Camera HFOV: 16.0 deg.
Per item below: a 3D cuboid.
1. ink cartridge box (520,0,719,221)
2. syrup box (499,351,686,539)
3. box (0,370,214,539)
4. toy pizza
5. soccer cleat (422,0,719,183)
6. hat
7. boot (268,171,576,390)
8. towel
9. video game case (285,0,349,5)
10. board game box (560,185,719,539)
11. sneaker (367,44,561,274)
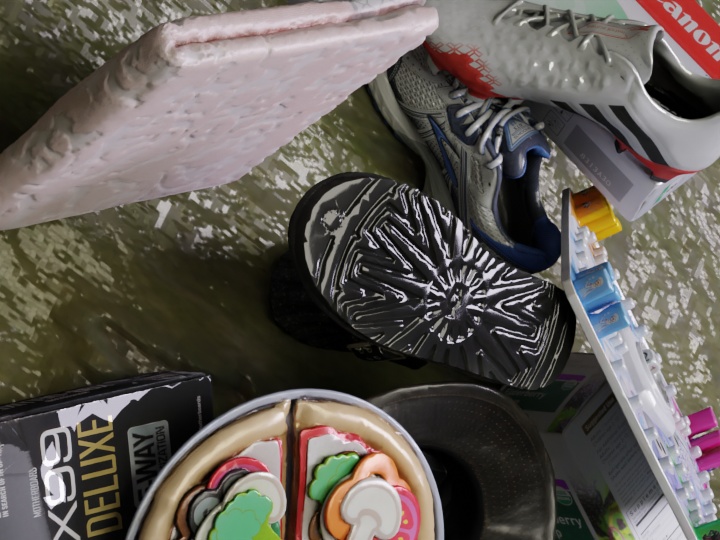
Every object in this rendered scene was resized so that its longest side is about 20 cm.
[{"bbox_3d":[0.177,-0.142,1.557,0.200,0.050,0.161,-36,78,-33],"label":"ink cartridge box"},{"bbox_3d":[0.157,0.149,1.574,0.081,0.079,0.200,-45,119,-31],"label":"syrup box"},{"bbox_3d":[-0.143,0.162,1.323,0.157,0.050,0.201,-10,98,-41],"label":"box"},{"bbox_3d":[-0.035,0.161,1.335,0.200,0.032,0.201,-8,106,-30],"label":"toy pizza"},{"bbox_3d":[0.125,-0.118,1.434,0.200,0.085,0.069,27,52,-11],"label":"soccer cleat"},{"bbox_3d":[0.008,0.139,1.431,0.200,0.081,0.201,-8,111,-22],"label":"hat"},{"bbox_3d":[-0.001,0.003,1.377,0.211,0.158,0.080,33,79,-42],"label":"boot"},{"bbox_3d":[-0.084,-0.082,1.282,0.191,0.200,0.032,-14,76,-44],"label":"towel"},{"bbox_3d":[-0.028,-0.234,1.361,0.182,0.023,0.200,-31,71,-37],"label":"video game case"},{"bbox_3d":[0.169,0.061,1.473,0.200,0.026,0.200,63,11,-13],"label":"board game box"},{"bbox_3d":[0.070,-0.085,1.489,0.077,0.085,0.200,-36,113,-36],"label":"sneaker"}]
